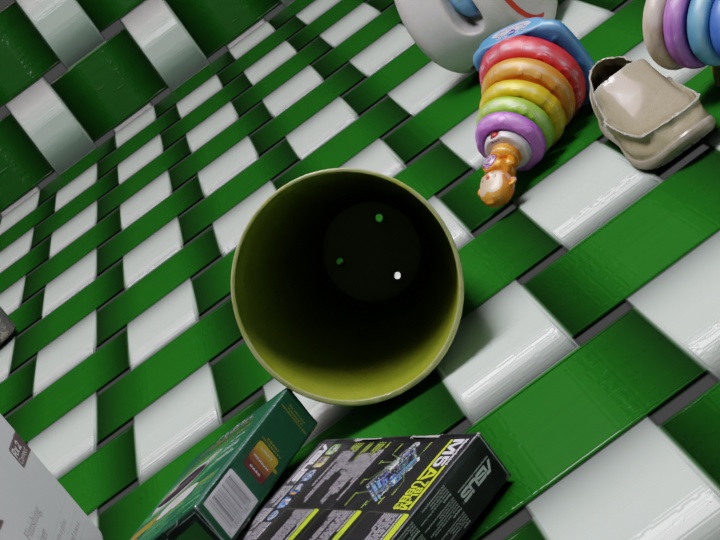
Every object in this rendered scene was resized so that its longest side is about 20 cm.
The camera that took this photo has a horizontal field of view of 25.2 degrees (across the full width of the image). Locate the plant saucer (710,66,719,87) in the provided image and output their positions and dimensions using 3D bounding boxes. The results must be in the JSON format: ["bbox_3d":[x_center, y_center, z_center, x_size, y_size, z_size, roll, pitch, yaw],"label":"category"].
[{"bbox_3d":[0.391,-0.265,1.459,0.199,0.048,0.200,-30,19,19],"label":"plant saucer"}]

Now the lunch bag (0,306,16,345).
[{"bbox_3d":[-0.619,0.081,2.294,0.200,0.168,0.139,-43,19,-20],"label":"lunch bag"}]

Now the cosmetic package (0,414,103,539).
[{"bbox_3d":[-0.345,0.231,1.339,0.164,0.201,0.165,-33,18,10],"label":"cosmetic package"}]

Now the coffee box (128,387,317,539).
[{"bbox_3d":[-0.113,0.175,1.229,0.123,0.044,0.200,-40,6,26],"label":"coffee box"}]

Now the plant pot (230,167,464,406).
[{"bbox_3d":[0.000,0.000,1.360,0.186,0.188,0.200,-33,3,10],"label":"plant pot"}]

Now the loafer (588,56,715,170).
[{"bbox_3d":[0.240,-0.141,1.394,0.075,0.068,0.200,-37,18,-3],"label":"loafer"}]

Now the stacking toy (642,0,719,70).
[{"bbox_3d":[0.334,-0.202,1.332,0.199,0.086,0.085,13,49,45],"label":"stacking toy"}]

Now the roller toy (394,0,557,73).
[{"bbox_3d":[0.141,-0.335,1.895,0.139,0.199,0.184,-22,57,38],"label":"roller toy"}]

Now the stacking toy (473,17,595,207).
[{"bbox_3d":[0.148,-0.135,1.534,0.115,0.110,0.201,-17,37,40],"label":"stacking toy"}]

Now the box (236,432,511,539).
[{"bbox_3d":[-0.022,0.192,1.086,0.192,0.048,0.200,-8,32,53],"label":"box"}]
